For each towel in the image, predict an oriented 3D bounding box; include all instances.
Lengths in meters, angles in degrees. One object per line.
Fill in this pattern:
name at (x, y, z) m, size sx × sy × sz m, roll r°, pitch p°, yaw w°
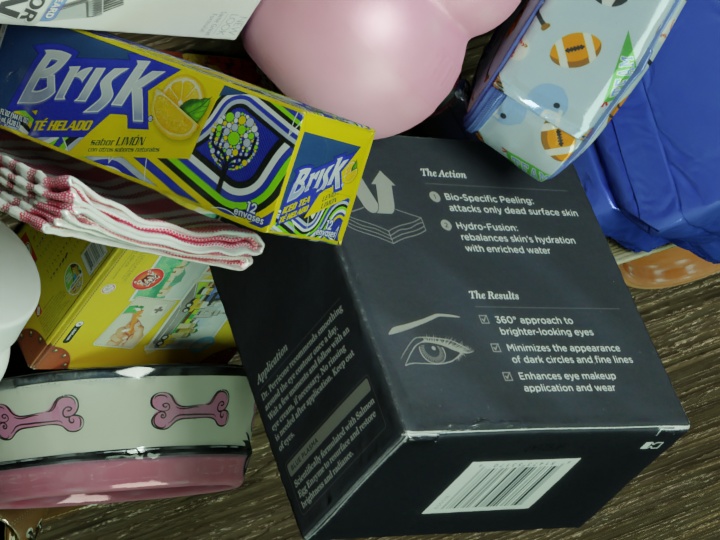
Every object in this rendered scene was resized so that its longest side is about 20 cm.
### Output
towel at (-0.161, -0.052, 1.252) m, size 0.146 × 0.200 × 0.030 m, roll 12°, pitch 101°, yaw -50°

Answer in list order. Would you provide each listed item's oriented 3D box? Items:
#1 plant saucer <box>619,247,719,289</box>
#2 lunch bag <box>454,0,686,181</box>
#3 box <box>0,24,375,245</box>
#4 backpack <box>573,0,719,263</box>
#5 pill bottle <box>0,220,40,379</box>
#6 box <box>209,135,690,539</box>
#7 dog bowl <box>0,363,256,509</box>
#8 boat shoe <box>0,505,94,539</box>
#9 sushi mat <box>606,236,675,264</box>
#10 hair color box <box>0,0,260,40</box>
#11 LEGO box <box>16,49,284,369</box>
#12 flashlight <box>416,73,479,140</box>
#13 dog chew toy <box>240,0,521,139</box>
plant saucer at (0.257, -0.060, 1.715) m, size 0.200 × 0.037 × 0.200 m, roll -22°, pitch 154°, yaw -12°
lunch bag at (0.128, -0.148, 1.349) m, size 0.200 × 0.076 × 0.160 m, roll -54°, pitch -174°, yaw 20°
box at (-0.097, -0.075, 1.231) m, size 0.070 × 0.200 × 0.064 m, roll 9°, pitch 100°, yaw -59°
backpack at (0.211, -0.089, 1.523) m, size 0.168 × 0.163 × 0.200 m, roll -17°, pitch 167°, yaw 26°
pill bottle at (-0.270, 0.056, 1.391) m, size 0.113 × 0.113 × 0.200 m, roll 3°, pitch 140°, yaw -43°
box at (0.044, 0.035, 1.353) m, size 0.197 × 0.200 × 0.117 m, roll 2°, pitch 145°, yaw -35°
dog bowl at (-0.157, 0.105, 1.517) m, size 0.200 × 0.074 × 0.200 m, roll -5°, pitch 172°, yaw -1°
boat shoe at (-0.244, 0.164, 1.637) m, size 0.200 × 0.068 × 0.072 m, roll -9°, pitch 145°, yaw -32°
sushi mat at (0.127, -0.025, 1.566) m, size 0.200 × 0.096 × 0.012 m, roll -16°, pitch 131°, yaw -54°
hair color box at (-0.127, -0.174, 1.190) m, size 0.200 × 0.065 × 0.109 m, roll -2°, pitch 142°, yaw -40°
LEGO box at (-0.101, -0.030, 1.430) m, size 0.149 × 0.077 × 0.200 m, roll 2°, pitch 140°, yaw -42°
flashlight at (0.040, -0.102, 1.452) m, size 0.068 × 0.068 × 0.200 m, roll 0°, pitch 161°, yaw 15°
dog chew toy at (0.033, -0.163, 1.289) m, size 0.200 × 0.125 × 0.125 m, roll -43°, pitch 150°, yaw 5°
